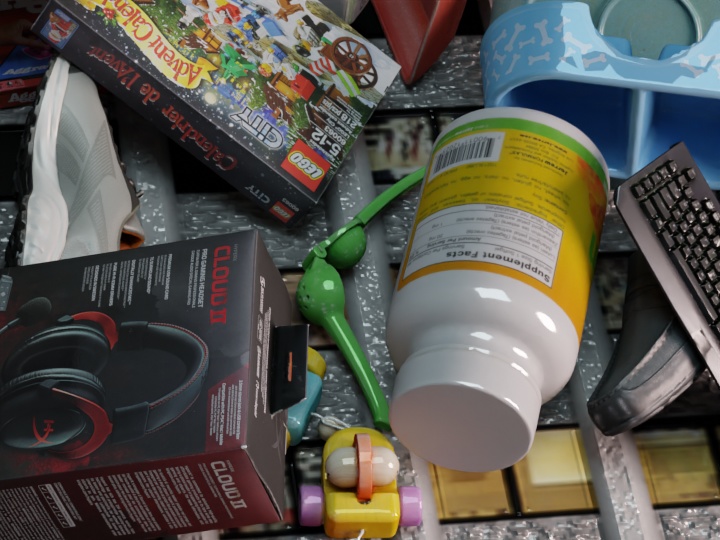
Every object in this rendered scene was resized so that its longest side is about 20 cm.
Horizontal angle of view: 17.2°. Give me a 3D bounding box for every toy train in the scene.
[{"bbox_3d":[-0.050,0.111,1.313,0.150,0.056,0.200,-21,58,-23],"label":"toy train"}]

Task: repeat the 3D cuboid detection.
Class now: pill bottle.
[{"bbox_3d":[0.076,0.012,1.373,0.111,0.111,0.200,13,52,3],"label":"pill bottle"}]

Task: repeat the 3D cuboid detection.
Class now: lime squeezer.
[{"bbox_3d":[0.000,0.000,1.420,0.070,0.038,0.200,10,50,0],"label":"lime squeezer"}]

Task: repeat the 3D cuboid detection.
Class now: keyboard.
[{"bbox_3d":[0.229,0.015,1.383,0.127,0.021,0.200,-35,96,-44],"label":"keyboard"}]

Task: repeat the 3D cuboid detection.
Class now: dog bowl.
[{"bbox_3d":[0.166,-0.099,1.412,0.199,0.112,0.050,7,56,7],"label":"dog bowl"}]

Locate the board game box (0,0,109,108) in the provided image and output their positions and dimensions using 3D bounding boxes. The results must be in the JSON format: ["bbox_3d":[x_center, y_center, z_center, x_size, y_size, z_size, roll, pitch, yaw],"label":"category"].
[{"bbox_3d":[-0.153,-0.161,1.539,0.199,0.019,0.103,-10,53,-15],"label":"board game box"}]

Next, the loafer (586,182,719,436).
[{"bbox_3d":[0.180,0.020,1.400,0.070,0.068,0.201,47,50,-9],"label":"loafer"}]

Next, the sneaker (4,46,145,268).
[{"bbox_3d":[-0.167,-0.051,1.425,0.079,0.074,0.201,9,56,-14],"label":"sneaker"}]

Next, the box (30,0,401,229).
[{"bbox_3d":[-0.085,-0.137,1.464,0.200,0.038,0.137,37,49,-9],"label":"box"}]

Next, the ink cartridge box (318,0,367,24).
[{"bbox_3d":[-0.052,-0.257,1.480,0.145,0.200,0.048,28,53,13],"label":"ink cartridge box"}]

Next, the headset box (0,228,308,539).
[{"bbox_3d":[-0.123,0.066,1.289,0.199,0.075,0.149,-8,51,12],"label":"headset box"}]

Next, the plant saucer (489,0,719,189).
[{"bbox_3d":[0.178,-0.146,1.474,0.199,0.201,0.027,15,11,5],"label":"plant saucer"}]

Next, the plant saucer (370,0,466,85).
[{"bbox_3d":[0.040,-0.257,1.528,0.037,0.200,0.200,-4,52,-21],"label":"plant saucer"}]
